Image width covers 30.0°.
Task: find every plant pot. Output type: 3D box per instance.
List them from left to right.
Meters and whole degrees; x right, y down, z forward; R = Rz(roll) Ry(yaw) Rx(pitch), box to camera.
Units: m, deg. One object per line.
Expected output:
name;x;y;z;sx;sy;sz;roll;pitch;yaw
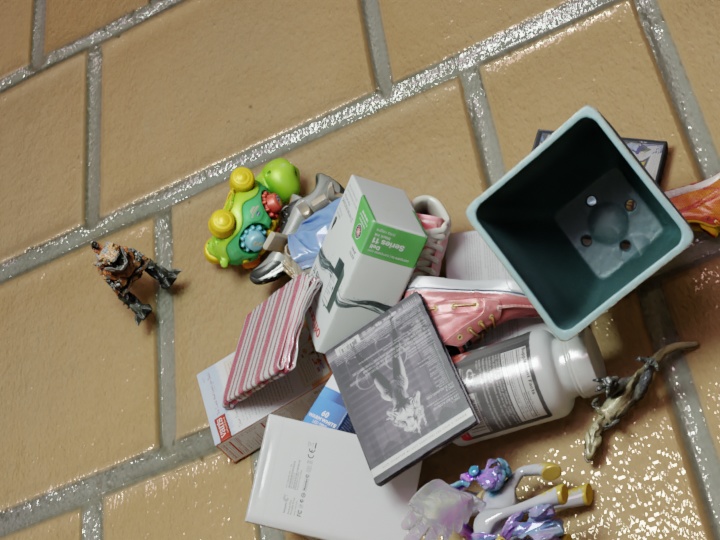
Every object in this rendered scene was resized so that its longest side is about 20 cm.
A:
plant pot;0.279;-0.055;1.612;0.195;0.200;0.197;-40;78;18

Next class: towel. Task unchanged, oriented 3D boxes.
towel;-0.122;0.098;1.792;0.200;0.030;0.148;-35;34;54

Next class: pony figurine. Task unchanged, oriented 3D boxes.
pony figurine;0.150;0.294;1.549;0.198;0.168;0.193;-12;20;28

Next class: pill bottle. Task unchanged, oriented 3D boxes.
pill bottle;0.195;0.137;1.641;0.198;0.111;0.112;-19;49;19

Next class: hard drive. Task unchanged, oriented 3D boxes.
hard drive;-0.031;0.264;1.645;0.198;0.027;0.133;14;75;-7

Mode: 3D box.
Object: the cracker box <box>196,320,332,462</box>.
cracker box;-0.121;0.157;1.862;0.199;0.058;0.135;-30;46;8

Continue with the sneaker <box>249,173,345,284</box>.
sneaker;-0.096;-0.058;1.977;0.200;0.079;0.074;-48;3;-13

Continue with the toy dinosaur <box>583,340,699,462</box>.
toy dinosaur;0.319;0.136;1.581;0.200;0.088;0.047;-44;60;-3

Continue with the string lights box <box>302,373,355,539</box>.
string lights box;-0.040;0.237;1.720;0.059;0.103;0.201;19;69;39

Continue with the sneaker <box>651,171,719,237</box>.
sneaker;0.456;-0.085;1.687;0.199;0.073;0.078;-26;70;18

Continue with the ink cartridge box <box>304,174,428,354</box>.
ink cartridge box;0.000;0.000;1.757;0.147;0.082;0.201;-114;44;-59

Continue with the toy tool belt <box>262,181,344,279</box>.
toy tool belt;-0.031;-0.060;1.872;0.199;0.123;0.125;-37;39;1

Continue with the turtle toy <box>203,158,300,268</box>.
turtle toy;-0.161;-0.087;2.026;0.100;0.146;0.201;24;68;-1

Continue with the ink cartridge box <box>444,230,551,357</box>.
ink cartridge box;0.200;0.029;1.767;0.172;0.044;0.202;-7;53;10

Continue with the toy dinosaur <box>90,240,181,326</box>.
toy dinosaur;-0.356;-0.002;2.059;0.102;0.135;0.200;-52;3;11

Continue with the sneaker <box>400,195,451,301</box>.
sneaker;0.074;-0.013;1.782;0.075;0.105;0.202;11;52;0

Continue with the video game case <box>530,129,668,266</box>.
video game case;0.300;-0.095;1.780;0.179;0.026;0.201;8;60;22

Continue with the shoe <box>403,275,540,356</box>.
shoe;0.148;0.063;1.693;0.198;0.072;0.092;3;70;13

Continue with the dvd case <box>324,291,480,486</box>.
dvd case;0.048;0.143;1.646;0.148;0.016;0.201;-34;53;15
